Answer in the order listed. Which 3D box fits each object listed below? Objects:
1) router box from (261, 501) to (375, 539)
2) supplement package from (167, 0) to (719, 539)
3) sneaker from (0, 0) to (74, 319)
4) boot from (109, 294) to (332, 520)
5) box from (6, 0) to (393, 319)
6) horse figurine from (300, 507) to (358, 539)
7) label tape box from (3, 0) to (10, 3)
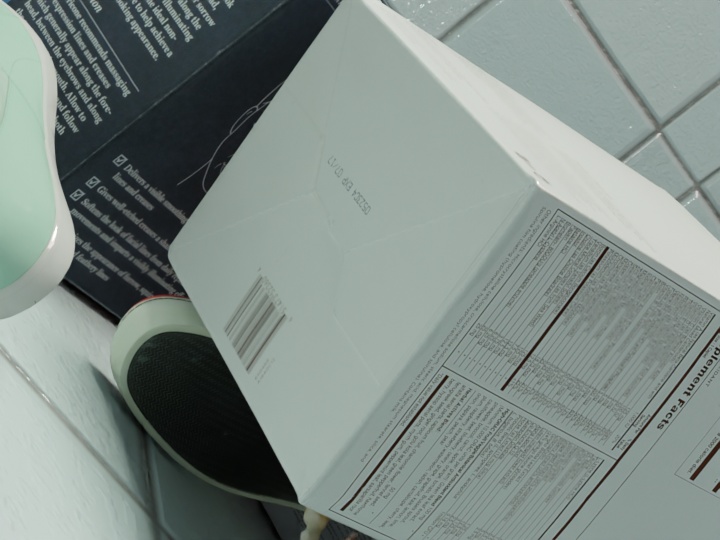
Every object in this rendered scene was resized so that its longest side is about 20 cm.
[{"bbox_3d":[0.000,0.132,0.987,0.200,0.049,0.180,56,5,37],"label":"router box"},{"bbox_3d":[0.059,0.022,0.753,0.199,0.147,0.191,29,15,-32],"label":"supplement package"},{"bbox_3d":[-0.170,-0.085,0.701,0.118,0.073,0.201,58,2,-44],"label":"sneaker"},{"bbox_3d":[-0.038,0.041,0.877,0.199,0.072,0.145,30,24,-30],"label":"boot"},{"bbox_3d":[-0.080,-0.086,0.881,0.107,0.199,0.148,55,5,30],"label":"box"},{"bbox_3d":[0.025,0.169,0.722,0.200,0.050,0.134,36,47,-48],"label":"horse figurine"},{"bbox_3d":[-0.179,-0.229,0.965,0.063,0.200,0.144,54,4,30],"label":"label tape box"}]
